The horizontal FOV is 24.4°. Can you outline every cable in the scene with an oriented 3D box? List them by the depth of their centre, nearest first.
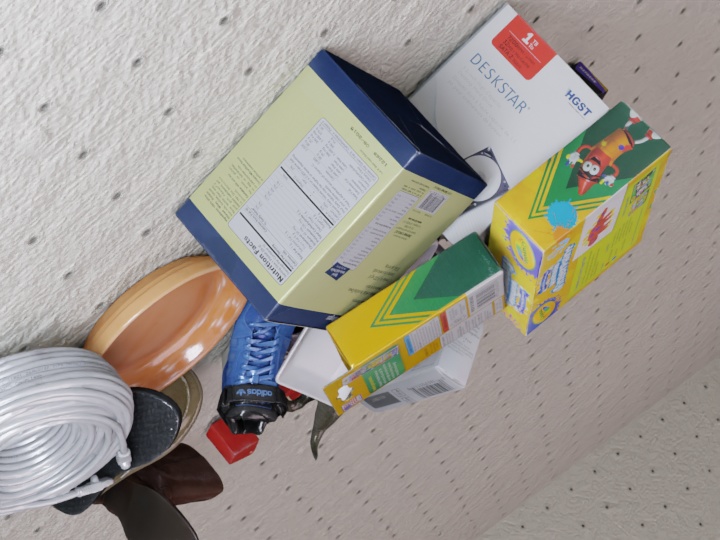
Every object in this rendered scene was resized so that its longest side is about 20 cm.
[{"bbox_3d":[-0.295,0.142,1.464,0.198,0.070,0.201,-16,149,-26],"label":"cable"}]

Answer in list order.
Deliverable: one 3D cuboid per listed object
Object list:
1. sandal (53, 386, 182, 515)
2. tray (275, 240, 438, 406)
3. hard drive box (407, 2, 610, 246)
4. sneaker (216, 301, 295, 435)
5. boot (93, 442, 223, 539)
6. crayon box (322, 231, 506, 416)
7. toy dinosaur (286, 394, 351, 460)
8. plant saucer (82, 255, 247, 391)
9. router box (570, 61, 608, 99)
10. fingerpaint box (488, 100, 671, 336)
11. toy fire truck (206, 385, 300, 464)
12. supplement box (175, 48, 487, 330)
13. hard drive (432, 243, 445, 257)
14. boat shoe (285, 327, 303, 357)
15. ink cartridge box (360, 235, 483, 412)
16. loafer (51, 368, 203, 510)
[{"bbox_3d":[-0.238,0.162,1.588,0.200,0.075,0.048,-37,-173,35],"label":"sandal"},{"bbox_3d":[-0.007,0.036,1.655,0.107,0.022,0.201,28,95,-47],"label":"tray"},{"bbox_3d":[0.127,-0.132,1.629,0.200,0.156,0.077,-44,161,4],"label":"hard drive box"},{"bbox_3d":[-0.102,0.094,1.707,0.076,0.112,0.201,6,143,-16],"label":"sneaker"},{"bbox_3d":[-0.193,0.246,1.782,0.065,0.186,0.199,-61,154,11],"label":"boot"},{"bbox_3d":[0.042,0.052,1.579,0.199,0.052,0.126,-33,163,-4],"label":"crayon box"},{"bbox_3d":[-0.039,0.106,1.853,0.101,0.202,0.077,-6,152,10],"label":"toy dinosaur"},{"bbox_3d":[-0.191,0.054,1.580,0.199,0.038,0.201,-37,162,-14],"label":"plant saucer"},{"bbox_3d":[0.179,-0.132,1.894,0.156,0.052,0.201,-28,157,-38],"label":"router box"},{"bbox_3d":[0.204,-0.048,1.611,0.166,0.073,0.200,-38,160,-15],"label":"fingerpaint box"},{"bbox_3d":[-0.080,0.138,1.968,0.199,0.049,0.142,-27,157,-40],"label":"toy fire truck"},{"bbox_3d":[-0.022,-0.064,1.506,0.200,0.134,0.200,-46,160,12],"label":"supplement box"},{"bbox_3d":[0.027,0.013,1.722,0.136,0.042,0.200,-56,140,0],"label":"hard drive"},{"bbox_3d":[-0.014,0.029,1.820,0.199,0.073,0.063,-31,169,-18],"label":"boat shoe"},{"bbox_3d":[0.080,0.052,1.855,0.162,0.057,0.201,-23,-144,52],"label":"ink cartridge box"},{"bbox_3d":[-0.242,0.171,1.671,0.200,0.076,0.067,-42,168,-1],"label":"loafer"}]
